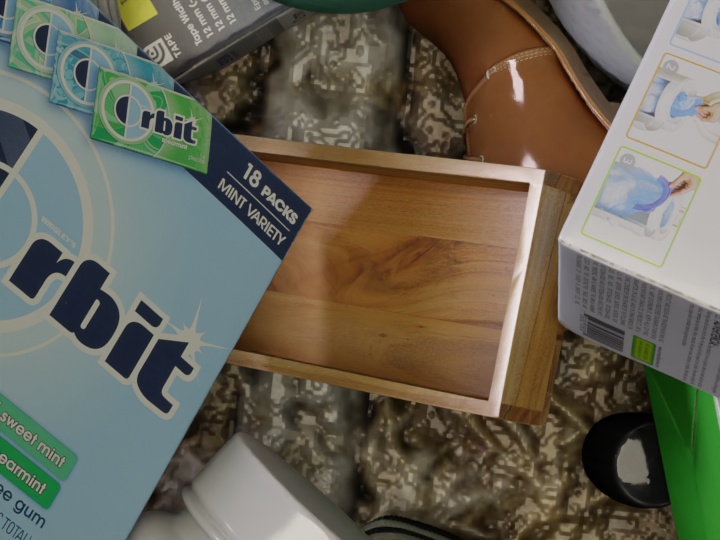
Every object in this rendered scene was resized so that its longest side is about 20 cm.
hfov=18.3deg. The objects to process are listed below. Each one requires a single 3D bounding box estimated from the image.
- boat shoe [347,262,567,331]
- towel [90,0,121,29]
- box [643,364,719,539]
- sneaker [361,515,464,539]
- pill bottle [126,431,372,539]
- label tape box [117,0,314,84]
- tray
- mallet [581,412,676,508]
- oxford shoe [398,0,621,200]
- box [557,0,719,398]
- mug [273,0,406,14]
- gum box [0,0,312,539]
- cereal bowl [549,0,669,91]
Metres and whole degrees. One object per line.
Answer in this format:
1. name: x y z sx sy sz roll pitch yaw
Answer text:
1. boat shoe: 0.096 -0.011 0.988 0.199 0.066 0.074 -12 54 8
2. towel: -0.184 -0.154 0.940 0.199 0.024 0.147 19 130 26
3. box: 0.228 0.114 0.926 0.176 0.097 0.201 -10 87 -9
4. sneaker: 0.068 0.191 0.985 0.199 0.076 0.116 23 101 -12
5. pill bottle: -0.081 0.169 0.891 0.113 0.113 0.200 42 91 0
6. label tape box: -0.074 -0.168 0.989 0.200 0.066 0.144 -31 90 4
7. tray: 0.000 0.000 0.942 0.200 0.037 0.099 9 87 41
8. mallet: 0.176 0.030 1.007 0.041 0.066 0.200 46 76 -5
9. oxford shoe: 0.065 -0.065 0.950 0.071 0.071 0.200 -37 56 -3
10. box: 0.159 -0.062 0.837 0.101 0.113 0.200 24 76 11
11. mug: -0.023 -0.176 0.898 0.185 0.114 0.152 -28 90 2
12. gum box: -0.128 0.002 0.864 0.170 0.044 0.200 43 58 -24
13. cereal bowl: 0.147 -0.163 0.958 0.199 0.083 0.201 -4 98 -32
